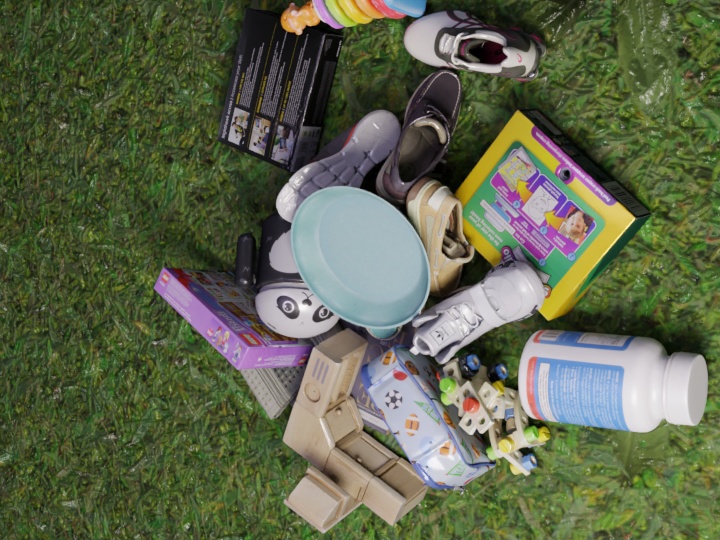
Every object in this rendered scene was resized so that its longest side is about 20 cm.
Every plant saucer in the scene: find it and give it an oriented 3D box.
[{"bbox_3d":[0.005,-0.021,1.363,0.200,0.036,0.200,16,126,24],"label":"plant saucer"}]

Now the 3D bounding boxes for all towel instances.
[{"bbox_3d":[-0.121,0.089,1.596,0.193,0.035,0.200,-49,61,25],"label":"towel"}]

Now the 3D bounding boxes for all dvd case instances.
[{"bbox_3d":[0.003,0.112,1.532,0.149,0.016,0.200,23,108,29],"label":"dvd case"}]

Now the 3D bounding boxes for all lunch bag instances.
[{"bbox_3d":[0.091,0.192,1.402,0.076,0.160,0.200,-35,70,14],"label":"lunch bag"}]

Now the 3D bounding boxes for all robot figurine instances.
[{"bbox_3d":[-0.079,-0.008,1.487,0.150,0.125,0.200,-5,69,29],"label":"robot figurine"}]

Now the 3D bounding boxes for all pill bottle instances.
[{"bbox_3d":[0.298,0.132,1.284,0.200,0.112,0.112,4,98,34],"label":"pill bottle"}]

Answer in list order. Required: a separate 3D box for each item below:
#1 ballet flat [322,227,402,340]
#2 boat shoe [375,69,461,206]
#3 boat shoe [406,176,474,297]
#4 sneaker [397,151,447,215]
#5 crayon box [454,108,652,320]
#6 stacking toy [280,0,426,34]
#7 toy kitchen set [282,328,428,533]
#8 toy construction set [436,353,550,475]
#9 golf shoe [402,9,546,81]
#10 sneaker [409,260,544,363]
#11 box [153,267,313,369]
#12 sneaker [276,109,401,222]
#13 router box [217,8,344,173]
[{"bbox_3d":[0.000,0.000,1.448,0.067,0.062,0.200,-18,104,14],"label":"ballet flat"},{"bbox_3d":[0.084,-0.172,1.360,0.072,0.200,0.065,33,158,-11],"label":"boat shoe"},{"bbox_3d":[0.106,-0.026,1.362,0.076,0.072,0.200,29,155,31],"label":"boat shoe"},{"bbox_3d":[0.047,-0.109,1.446,0.115,0.076,0.200,4,80,58],"label":"sneaker"},{"bbox_3d":[0.223,-0.069,1.340,0.200,0.058,0.173,47,121,20],"label":"crayon box"},{"bbox_3d":[-0.022,-0.358,1.430,0.200,0.110,0.116,-19,83,30],"label":"stacking toy"},{"bbox_3d":[-0.013,0.225,1.445,0.200,0.163,0.181,33,125,23],"label":"toy kitchen set"},{"bbox_3d":[0.159,0.174,1.347,0.092,0.200,0.131,-22,61,20],"label":"toy construction set"},{"bbox_3d":[0.130,-0.286,1.359,0.200,0.088,0.077,16,106,32],"label":"golf shoe"},{"bbox_3d":[0.138,0.057,1.338,0.075,0.115,0.200,56,150,-2],"label":"sneaker"},{"bbox_3d":[-0.179,0.065,1.534,0.200,0.137,0.039,39,110,32],"label":"box"},{"bbox_3d":[-0.030,-0.136,1.456,0.200,0.082,0.077,-39,107,-5],"label":"sneaker"},{"bbox_3d":[-0.116,-0.256,1.543,0.149,0.051,0.200,25,109,30],"label":"router box"}]
